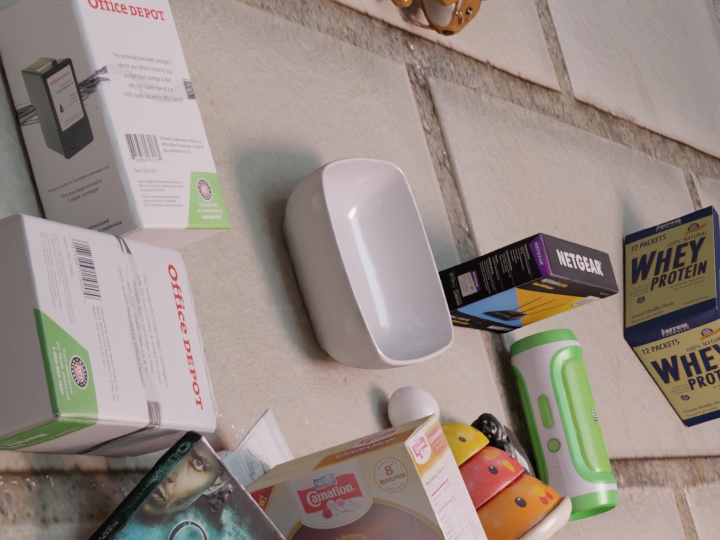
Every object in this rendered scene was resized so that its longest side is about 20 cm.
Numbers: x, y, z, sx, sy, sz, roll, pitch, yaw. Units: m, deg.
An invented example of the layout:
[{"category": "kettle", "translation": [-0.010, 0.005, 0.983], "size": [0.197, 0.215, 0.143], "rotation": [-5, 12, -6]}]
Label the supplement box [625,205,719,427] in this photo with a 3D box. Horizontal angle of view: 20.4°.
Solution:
[{"category": "supplement box", "translation": [0.460, 0.062, 2.714], "size": [0.200, 0.133, 0.201], "rotation": [52, 30, -35]}]

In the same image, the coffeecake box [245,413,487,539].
[{"category": "coffeecake box", "translation": [0.020, 0.233, 1.553], "size": [0.202, 0.152, 0.073], "rotation": [67, 26, -5]}]

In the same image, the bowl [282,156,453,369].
[{"category": "bowl", "translation": [0.000, 0.000, 1.883], "size": [0.200, 0.074, 0.201], "rotation": [-7, 78, -66]}]

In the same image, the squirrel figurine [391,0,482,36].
[{"category": "squirrel figurine", "translation": [0.087, -0.373, 2.276], "size": [0.187, 0.140, 0.202], "rotation": [51, 33, -48]}]

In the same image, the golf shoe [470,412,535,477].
[{"category": "golf shoe", "translation": [0.157, 0.244, 2.024], "size": [0.094, 0.077, 0.202], "rotation": [19, 56, -60]}]

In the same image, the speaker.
[{"category": "speaker", "translation": [0.224, 0.171, 2.206], "size": [0.088, 0.088, 0.202], "rotation": [15, 59, -61]}]

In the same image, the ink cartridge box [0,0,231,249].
[{"category": "ink cartridge box", "translation": [-0.192, -0.115, 1.560], "size": [0.145, 0.083, 0.202], "rotation": [-2, 74, -65]}]

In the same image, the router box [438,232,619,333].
[{"category": "router box", "translation": [0.171, 0.016, 2.135], "size": [0.200, 0.148, 0.052], "rotation": [11, 61, -61]}]

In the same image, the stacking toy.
[{"category": "stacking toy", "translation": [0.092, 0.196, 1.902], "size": [0.201, 0.146, 0.146], "rotation": [52, 25, 4]}]

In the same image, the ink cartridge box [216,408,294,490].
[{"category": "ink cartridge box", "translation": [-0.077, 0.234, 1.585], "size": [0.201, 0.043, 0.174], "rotation": [65, 24, -12]}]

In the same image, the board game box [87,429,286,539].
[{"category": "board game box", "translation": [-0.110, 0.231, 1.451], "size": [0.135, 0.028, 0.201], "rotation": [-49, 123, -21]}]

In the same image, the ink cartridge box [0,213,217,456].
[{"category": "ink cartridge box", "translation": [-0.198, 0.052, 1.421], "size": [0.200, 0.084, 0.147], "rotation": [16, 58, -61]}]
